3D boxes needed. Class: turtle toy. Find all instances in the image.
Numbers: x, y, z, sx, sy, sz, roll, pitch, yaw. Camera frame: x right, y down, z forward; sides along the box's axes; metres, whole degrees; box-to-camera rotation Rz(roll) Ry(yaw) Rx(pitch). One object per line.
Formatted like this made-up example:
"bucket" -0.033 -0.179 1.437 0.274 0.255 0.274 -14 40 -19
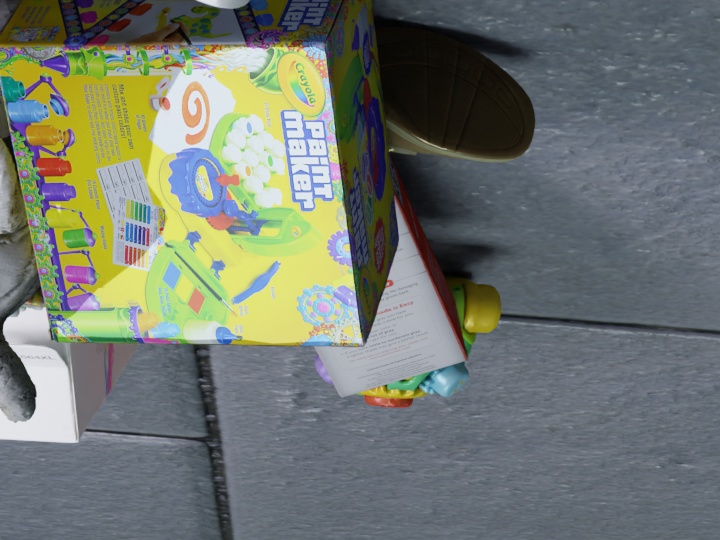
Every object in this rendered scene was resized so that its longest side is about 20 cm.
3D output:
"turtle toy" 0.020 0.052 2.041 0.145 0.101 0.200 4 -178 -12

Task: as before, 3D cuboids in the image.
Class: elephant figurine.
"elephant figurine" -0.233 -0.039 1.577 0.200 0.142 0.155 32 137 11

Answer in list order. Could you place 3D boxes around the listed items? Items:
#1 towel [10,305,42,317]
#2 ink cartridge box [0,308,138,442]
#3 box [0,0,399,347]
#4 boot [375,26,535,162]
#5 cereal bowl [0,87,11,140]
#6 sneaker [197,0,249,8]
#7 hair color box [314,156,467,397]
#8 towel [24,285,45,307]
"towel" -0.307 -0.047 1.738 0.200 0.048 0.171 25 -164 -28
"ink cartridge box" -0.244 0.032 1.871 0.128 0.125 0.200 2 -155 12
"box" -0.089 -0.070 1.528 0.192 0.122 0.200 1 123 12
"boot" -0.003 -0.095 1.661 0.200 0.073 0.155 12 160 -11
"cereal bowl" -0.194 -0.066 1.706 0.200 0.083 0.200 21 166 5
"sneaker" -0.134 -0.211 1.384 0.200 0.073 0.085 17 128 -18
"hair color box" 0.000 0.000 1.850 0.101 0.061 0.200 -16 141 7
"towel" -0.144 0.012 1.623 0.200 0.018 0.086 9 -152 24
